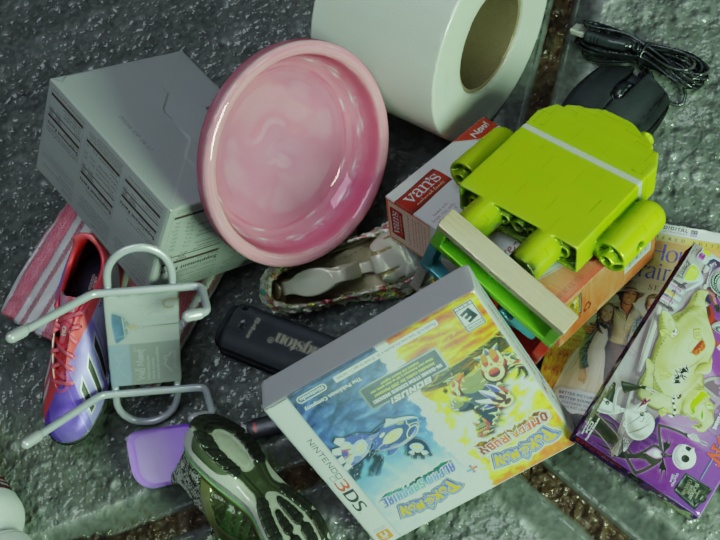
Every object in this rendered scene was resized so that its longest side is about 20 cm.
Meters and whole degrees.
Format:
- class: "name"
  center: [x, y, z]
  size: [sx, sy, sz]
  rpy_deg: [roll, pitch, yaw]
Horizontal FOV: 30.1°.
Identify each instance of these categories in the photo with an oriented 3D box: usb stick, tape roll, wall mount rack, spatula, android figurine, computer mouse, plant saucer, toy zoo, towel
- class: "usb stick"
  center: [-0.042, 0.083, 1.233]
  size: [0.199, 0.033, 0.056]
  rpy_deg: [19, 75, 23]
- class: "tape roll"
  center: [0.066, -0.239, 1.245]
  size: [0.139, 0.203, 0.203]
  rpy_deg: [28, 77, 24]
- class: "wall mount rack"
  center: [-0.218, 0.079, 1.182]
  size: [0.173, 0.201, 0.075]
  rpy_deg: [-5, 33, -11]
- class: "spatula"
  center: [-0.116, 0.153, 1.230]
  size: [0.199, 0.021, 0.057]
  rpy_deg: [-16, 70, 8]
- class: "android figurine"
  center: [0.168, -0.070, 1.125]
  size: [0.182, 0.041, 0.200]
  rpy_deg: [30, 57, 28]
- class: "computer mouse"
  center: [0.223, -0.144, 1.243]
  size: [0.138, 0.053, 0.200]
  rpy_deg: [25, 76, 23]
- class: "plant saucer"
  center: [-0.065, -0.105, 1.177]
  size: [0.051, 0.201, 0.201]
  rpy_deg: [25, 75, 47]
- class: "toy zoo"
  center: [0.104, 0.029, 1.126]
  size: [0.131, 0.200, 0.020]
  rpy_deg: [41, 74, 8]
- class: "towel"
  center: [-0.244, 0.021, 1.323]
  size: [0.199, 0.030, 0.147]
  rpy_deg: [24, 76, 21]

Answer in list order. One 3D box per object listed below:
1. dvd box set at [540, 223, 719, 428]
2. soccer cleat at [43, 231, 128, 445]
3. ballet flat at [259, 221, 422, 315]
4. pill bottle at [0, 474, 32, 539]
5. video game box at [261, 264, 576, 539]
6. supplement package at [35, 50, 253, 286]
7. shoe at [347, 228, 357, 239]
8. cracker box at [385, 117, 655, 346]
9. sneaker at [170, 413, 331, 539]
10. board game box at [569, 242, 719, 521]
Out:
- class: "dvd box set"
  center: [0.241, 0.053, 1.166]
  size: [0.146, 0.029, 0.201]
  rpy_deg: [11, 72, 20]
- class: "soccer cleat"
  center: [-0.266, 0.061, 1.254]
  size: [0.068, 0.073, 0.201]
  rpy_deg: [4, 69, 14]
- class: "ballet flat"
  center: [0.000, 0.000, 1.233]
  size: [0.199, 0.064, 0.076]
  rpy_deg: [-19, 92, 6]
- class: "pill bottle"
  center: [-0.382, 0.214, 1.228]
  size: [0.113, 0.113, 0.200]
  rpy_deg: [-43, 63, -5]
- class: "video game box"
  center: [0.050, 0.117, 1.099]
  size: [0.200, 0.182, 0.047]
  rpy_deg: [-31, 31, 12]
- class: "supplement package"
  center: [-0.184, -0.096, 1.268]
  size: [0.155, 0.111, 0.200]
  rpy_deg: [-20, 55, -39]
- class: "shoe"
  center: [-0.074, -0.090, 1.303]
  size: [0.070, 0.053, 0.200]
  rpy_deg: [-38, 65, -1]
- class: "cracker box"
  center: [0.138, -0.039, 1.167]
  size: [0.200, 0.058, 0.134]
  rpy_deg: [33, 61, 31]
- class: "sneaker"
  center: [-0.098, 0.224, 1.182]
  size: [0.200, 0.077, 0.089]
  rpy_deg: [51, 124, 19]
- class: "board game box"
  center: [0.274, 0.089, 1.106]
  size: [0.120, 0.032, 0.200]
  rpy_deg: [34, 74, 2]
